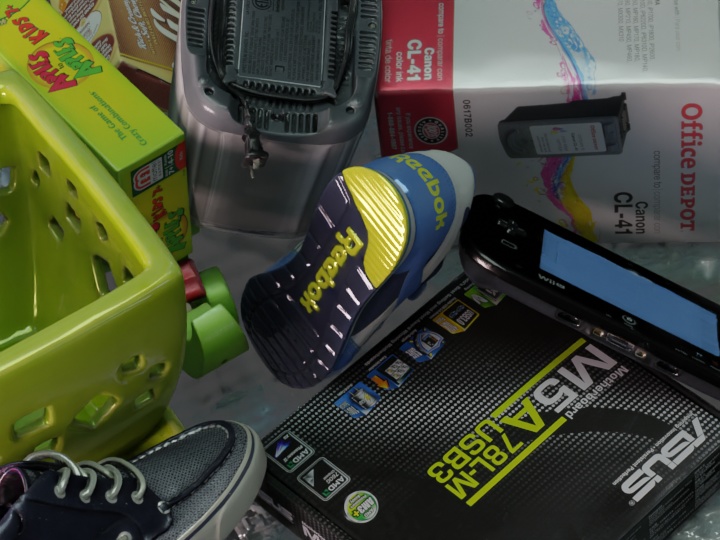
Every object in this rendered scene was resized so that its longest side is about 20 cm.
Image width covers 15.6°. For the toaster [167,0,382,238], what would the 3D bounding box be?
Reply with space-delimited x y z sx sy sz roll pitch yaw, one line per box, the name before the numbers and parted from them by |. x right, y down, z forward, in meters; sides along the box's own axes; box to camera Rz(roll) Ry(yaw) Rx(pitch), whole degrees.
toaster | -0.052 -0.106 1.494 0.113 0.129 0.200 6 57 -8

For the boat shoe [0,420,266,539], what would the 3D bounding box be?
boat shoe | -0.137 0.122 1.366 0.075 0.093 0.200 16 49 46

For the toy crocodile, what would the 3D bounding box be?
toy crocodile | -0.121 -0.010 1.546 0.067 0.062 0.200 -19 49 -10

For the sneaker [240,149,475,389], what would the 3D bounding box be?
sneaker | 0.000 0.000 1.454 0.082 0.200 0.074 -30 80 -38

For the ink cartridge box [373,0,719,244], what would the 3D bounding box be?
ink cartridge box | 0.112 -0.089 1.531 0.200 0.148 0.086 0 52 7

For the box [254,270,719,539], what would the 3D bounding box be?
box | 0.072 0.105 1.435 0.200 0.048 0.193 -38 53 -23

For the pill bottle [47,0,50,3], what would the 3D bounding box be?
pill bottle | -0.302 -0.155 1.658 0.200 0.113 0.113 1 49 7

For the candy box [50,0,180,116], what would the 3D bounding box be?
candy box | -0.134 -0.161 1.642 0.115 0.055 0.200 23 37 -36

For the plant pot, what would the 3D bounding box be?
plant pot | -0.213 0.043 1.432 0.199 0.182 0.200 -28 52 -17

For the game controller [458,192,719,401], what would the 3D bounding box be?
game controller | 0.144 0.019 1.447 0.200 0.042 0.104 26 13 -4

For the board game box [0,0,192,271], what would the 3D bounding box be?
board game box | -0.176 -0.092 1.508 0.048 0.102 0.200 -31 57 -24
